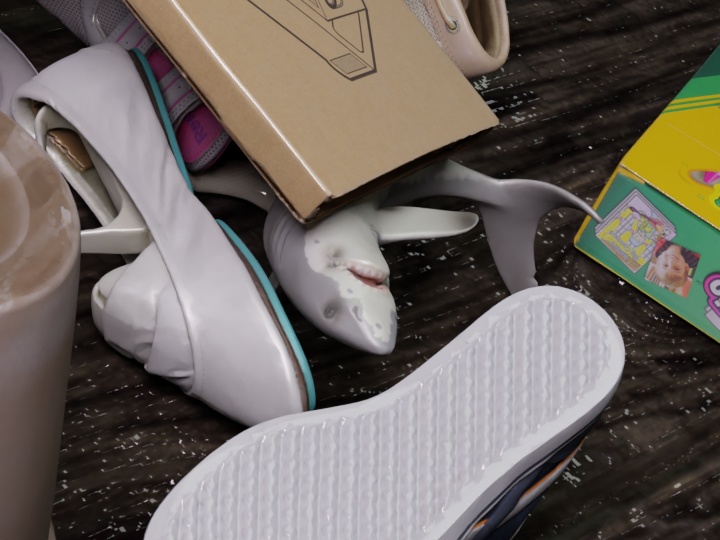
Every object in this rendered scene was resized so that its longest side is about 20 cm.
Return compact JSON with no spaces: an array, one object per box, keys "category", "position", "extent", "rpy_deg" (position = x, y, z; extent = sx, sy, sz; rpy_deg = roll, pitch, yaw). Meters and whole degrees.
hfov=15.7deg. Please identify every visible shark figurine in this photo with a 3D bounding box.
[{"category":"shark figurine","position":[-0.002,-0.011,1.047],"extent":[0.128,0.090,0.214],"rpy_deg":[38,24,16]}]

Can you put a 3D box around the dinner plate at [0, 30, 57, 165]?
[{"category":"dinner plate","position":[-0.210,-0.083,1.047],"extent":[0.200,0.024,0.200],"rpy_deg":[20,34,-14]}]

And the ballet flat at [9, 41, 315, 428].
[{"category":"ballet flat","position":[-0.084,-0.007,1.008],"extent":[0.069,0.070,0.200],"rpy_deg":[0,47,-36]}]

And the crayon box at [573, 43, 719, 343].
[{"category":"crayon box","position":[0.221,-0.011,1.231],"extent":[0.200,0.058,0.173],"rpy_deg":[34,34,7]}]

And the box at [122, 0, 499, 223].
[{"category":"box","position":[-0.042,-0.116,1.009],"extent":[0.200,0.021,0.163],"rpy_deg":[51,29,6]}]

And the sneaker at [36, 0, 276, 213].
[{"category":"sneaker","position":[-0.065,-0.088,1.098],"extent":[0.200,0.081,0.088],"rpy_deg":[34,36,-2]}]

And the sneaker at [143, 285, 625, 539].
[{"category":"sneaker","position":[0.009,0.083,0.948],"extent":[0.200,0.079,0.079],"rpy_deg":[-27,68,-23]}]

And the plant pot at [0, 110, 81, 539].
[{"category":"plant pot","position":[-0.168,0.036,0.786],"extent":[0.200,0.174,0.200],"rpy_deg":[18,35,-13]}]

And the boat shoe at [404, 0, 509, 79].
[{"category":"boat shoe","position":[0.036,-0.187,1.224],"extent":[0.072,0.065,0.201],"rpy_deg":[0,84,-49]}]
